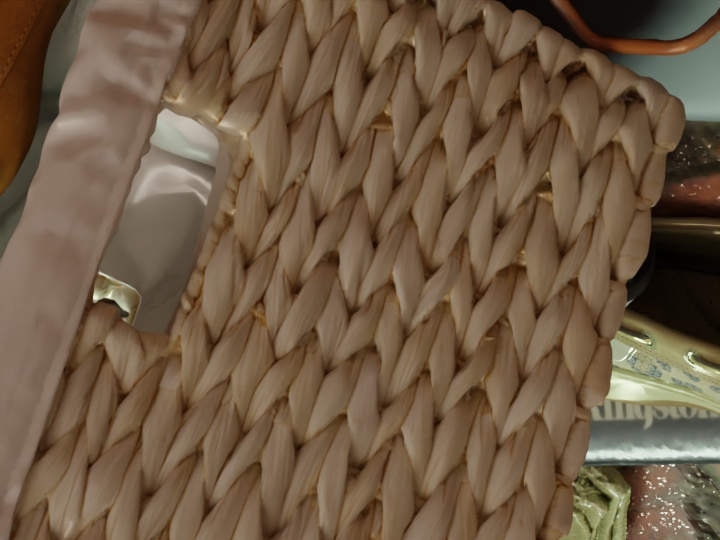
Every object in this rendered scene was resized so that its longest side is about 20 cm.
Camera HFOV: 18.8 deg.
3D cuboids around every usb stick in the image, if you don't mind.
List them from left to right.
[{"bbox_3d":[0.116,0.050,0.866,0.199,0.056,0.033,-5,172,40],"label":"usb stick"}]

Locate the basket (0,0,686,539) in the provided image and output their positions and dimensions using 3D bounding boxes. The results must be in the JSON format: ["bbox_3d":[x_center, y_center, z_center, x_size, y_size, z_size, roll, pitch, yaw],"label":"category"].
[{"bbox_3d":[-0.029,0.025,0.608,0.160,0.199,0.200,21,161,-7],"label":"basket"}]

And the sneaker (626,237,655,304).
[{"bbox_3d":[0.000,0.000,0.782,0.199,0.067,0.091,15,136,3],"label":"sneaker"}]

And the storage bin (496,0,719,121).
[{"bbox_3d":[0.079,-0.120,0.612,0.134,0.146,0.200,-1,136,52],"label":"storage bin"}]

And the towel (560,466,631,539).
[{"bbox_3d":[0.029,0.097,1.005,0.199,0.037,0.149,21,146,12],"label":"towel"}]

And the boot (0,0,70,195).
[{"bbox_3d":[-0.136,-0.045,0.617,0.071,0.145,0.201,36,158,-25],"label":"boot"}]

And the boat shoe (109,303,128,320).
[{"bbox_3d":[-0.149,0.024,1.042,0.199,0.057,0.067,17,180,26],"label":"boat shoe"}]

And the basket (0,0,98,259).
[{"bbox_3d":[-0.183,-0.076,0.795,0.160,0.200,0.199,8,140,38],"label":"basket"}]

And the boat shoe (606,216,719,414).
[{"bbox_3d":[0.141,0.016,0.782,0.199,0.074,0.063,1,139,37],"label":"boat shoe"}]
